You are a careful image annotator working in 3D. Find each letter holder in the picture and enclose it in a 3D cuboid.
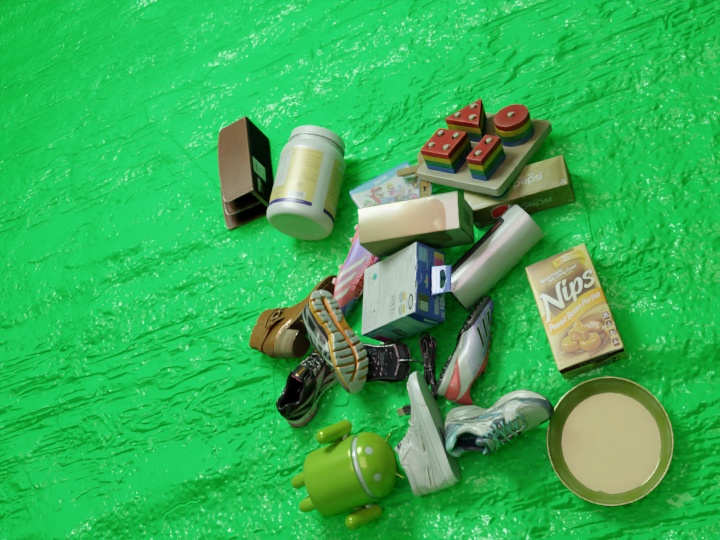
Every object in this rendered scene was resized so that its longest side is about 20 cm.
[{"bbox_3d":[-0.280,-0.215,1.854,0.139,0.100,0.204,-21,59,19],"label":"letter holder"}]

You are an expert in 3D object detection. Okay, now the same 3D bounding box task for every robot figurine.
[{"bbox_3d":[-0.021,0.356,1.442,0.196,0.115,0.179,-23,80,17],"label":"robot figurine"}]

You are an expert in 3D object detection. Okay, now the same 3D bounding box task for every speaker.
[{"bbox_3d":[0.240,-0.024,1.505,0.200,0.081,0.081,-45,55,3],"label":"speaker"}]

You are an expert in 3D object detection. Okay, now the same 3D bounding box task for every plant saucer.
[{"bbox_3d":[0.397,0.273,1.315,0.195,0.031,0.205,-11,63,22],"label":"plant saucer"}]

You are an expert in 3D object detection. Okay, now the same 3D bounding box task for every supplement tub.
[{"bbox_3d":[-0.109,-0.182,1.720,0.142,0.145,0.205,1,67,27],"label":"supplement tub"}]

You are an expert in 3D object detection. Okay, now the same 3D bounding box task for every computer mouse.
[{"bbox_3d":[0.059,0.199,1.523,0.196,0.046,0.144,-12,76,23],"label":"computer mouse"}]

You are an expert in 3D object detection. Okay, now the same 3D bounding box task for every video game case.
[{"bbox_3d":[0.083,-0.120,1.642,0.141,0.018,0.201,-28,56,-9],"label":"video game case"}]

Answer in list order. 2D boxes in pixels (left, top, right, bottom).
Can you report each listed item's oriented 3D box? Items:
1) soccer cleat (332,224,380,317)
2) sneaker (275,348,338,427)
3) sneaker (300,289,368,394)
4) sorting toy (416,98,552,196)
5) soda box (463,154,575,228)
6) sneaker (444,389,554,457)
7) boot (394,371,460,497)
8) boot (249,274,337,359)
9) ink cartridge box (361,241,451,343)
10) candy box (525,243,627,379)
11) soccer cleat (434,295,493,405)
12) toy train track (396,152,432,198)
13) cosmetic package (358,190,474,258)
[{"bbox_3d":[0.000,0.000,1.631,0.075,0.067,0.204,9,69,25],"label":"soccer cleat"},{"bbox_3d":[-0.092,0.200,1.570,0.079,0.086,0.203,20,77,31],"label":"sneaker"},{"bbox_3d":[-0.050,0.139,1.530,0.077,0.077,0.203,-43,63,42],"label":"sneaker"},{"bbox_3d":[0.228,-0.248,1.567,0.197,0.070,0.199,17,56,42],"label":"sorting toy"},{"bbox_3d":[0.295,-0.146,1.540,0.196,0.068,0.065,-16,60,20],"label":"soda box"},{"bbox_3d":[0.228,0.265,1.364,0.197,0.078,0.087,-22,24,27],"label":"sneaker"},{"bbox_3d":[0.096,0.286,1.426,0.094,0.073,0.204,-24,71,18],"label":"boot"},{"bbox_3d":[-0.132,0.091,1.660,0.153,0.077,0.203,1,56,47],"label":"boot"},{"bbox_3d":[0.087,0.040,1.506,0.199,0.075,0.140,-30,51,51],"label":"ink cartridge box"},{"bbox_3d":[0.367,0.069,1.410,0.113,0.055,0.204,-22,59,17],"label":"candy box"},{"bbox_3d":[0.202,0.143,1.467,0.072,0.068,0.203,27,71,4],"label":"soccer cleat"},{"bbox_3d":[0.129,-0.171,1.624,0.112,0.033,0.202,-13,35,11],"label":"toy train track"},{"bbox_3d":[0.102,-0.081,1.514,0.195,0.105,0.073,-9,72,24],"label":"cosmetic package"}]
